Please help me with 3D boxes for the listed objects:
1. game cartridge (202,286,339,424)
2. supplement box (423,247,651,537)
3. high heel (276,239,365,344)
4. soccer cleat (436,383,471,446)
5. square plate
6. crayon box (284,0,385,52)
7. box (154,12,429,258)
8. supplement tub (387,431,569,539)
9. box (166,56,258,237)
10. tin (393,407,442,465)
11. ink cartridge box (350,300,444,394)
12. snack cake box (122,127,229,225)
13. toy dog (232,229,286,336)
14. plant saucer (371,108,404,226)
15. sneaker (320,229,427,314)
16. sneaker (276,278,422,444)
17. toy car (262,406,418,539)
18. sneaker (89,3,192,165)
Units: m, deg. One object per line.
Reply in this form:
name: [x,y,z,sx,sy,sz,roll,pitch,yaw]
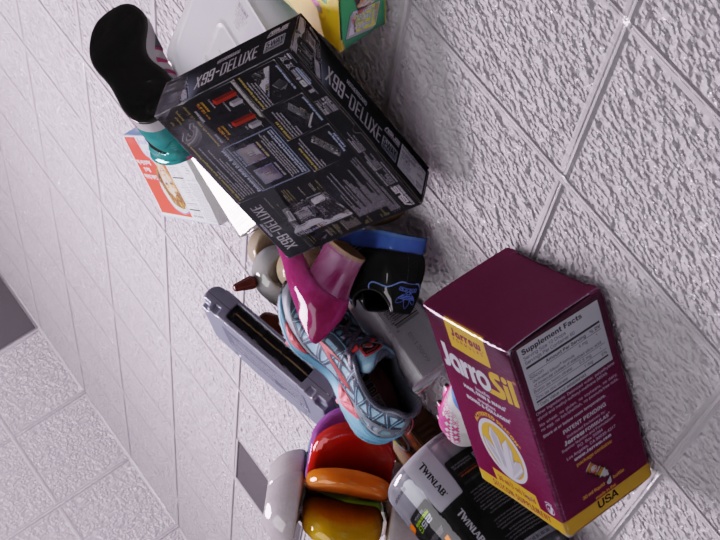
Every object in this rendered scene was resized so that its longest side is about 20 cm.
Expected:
game cartridge: [-0.099,0.108,1.779,0.200,0.040,0.134,40,162,18]
supplement box: [0.152,0.102,1.283,0.131,0.103,0.202,29,145,55]
high heel: [-0.072,-0.012,1.502,0.067,0.097,0.200,15,-163,-48]
soccer cleat: [0.121,0.127,1.439,0.086,0.070,0.201,47,157,28]
square plate: [-0.116,-0.197,1.398,0.201,0.028,0.199,58,143,23]
crayon box: [-0.052,-0.307,1.231,0.173,0.058,0.201,46,157,29]
box: [-0.058,-0.112,1.333,0.157,0.050,0.200,-21,128,32]
supplement tub: [0.130,0.267,1.543,0.200,0.122,0.123,49,158,23]
box: [-0.139,-0.145,1.620,0.201,0.082,0.068,57,142,-1]
tin: [0.092,0.233,1.710,0.201,0.042,0.112,52,155,18]
ink cartridge box: [0.031,0.086,1.622,0.109,0.050,0.200,54,161,10]
snack cake box: [-0.199,-0.123,1.769,0.200,0.067,0.116,12,132,63]
toy dog: [-0.087,0.050,1.778,0.201,0.096,0.132,62,160,-10]
plant saucer: [-0.041,-0.111,1.435,0.199,0.035,0.201,28,146,20]
sneaker: [0.000,0.000,1.503,0.200,0.069,0.079,5,86,65]
sneaker: [-0.003,0.080,1.538,0.201,0.079,0.095,53,147,-5]
toy car: [-0.015,0.227,1.675,0.200,0.173,0.152,-94,11,-80]
sneaker: [-0.205,-0.180,1.547,0.121,0.083,0.201,56,-175,-48]
